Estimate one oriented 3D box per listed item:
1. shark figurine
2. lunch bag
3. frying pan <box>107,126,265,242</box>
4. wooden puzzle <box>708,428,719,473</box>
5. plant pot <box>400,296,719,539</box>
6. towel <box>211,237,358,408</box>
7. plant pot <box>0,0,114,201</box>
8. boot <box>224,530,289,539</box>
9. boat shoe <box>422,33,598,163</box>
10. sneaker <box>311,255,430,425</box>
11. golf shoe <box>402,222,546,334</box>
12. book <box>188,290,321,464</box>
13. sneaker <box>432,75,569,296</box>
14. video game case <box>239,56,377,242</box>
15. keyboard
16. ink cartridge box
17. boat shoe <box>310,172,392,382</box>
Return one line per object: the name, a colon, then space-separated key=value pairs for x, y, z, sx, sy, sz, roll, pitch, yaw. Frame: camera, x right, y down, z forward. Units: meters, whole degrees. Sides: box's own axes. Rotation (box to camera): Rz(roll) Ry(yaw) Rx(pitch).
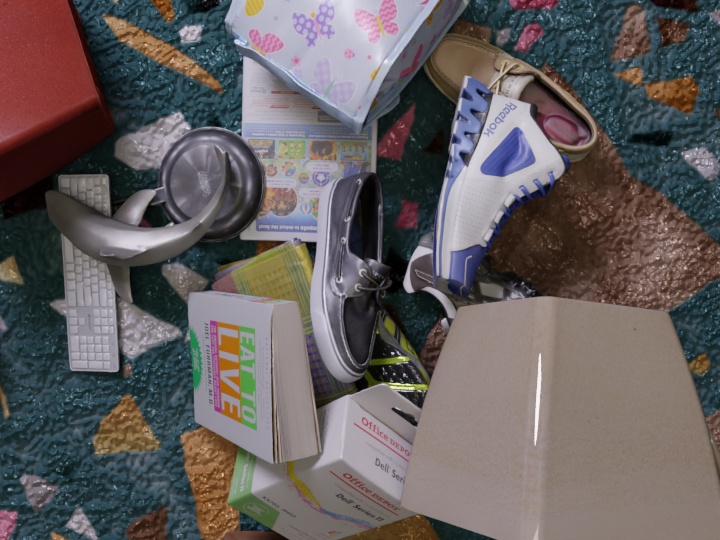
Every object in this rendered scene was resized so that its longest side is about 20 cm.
shark figurine: x=-0.205 y=-0.036 z=0.782 sx=0.210 sy=0.089 sz=0.131 roll=-13 pitch=97 yaw=12
lunch bag: x=-0.010 y=-0.249 z=0.768 sx=0.168 sy=0.127 sz=0.202 roll=33 pitch=77 yaw=8
frying pan: x=-0.189 y=-0.094 z=0.832 sx=0.186 sy=0.031 sz=0.118 roll=10 pitch=93 yaw=3
wooden puzzle: x=0.281 y=0.241 z=0.807 sx=0.198 sy=0.046 sz=0.188 roll=-19 pitch=99 yaw=37
plant pot: x=0.164 y=0.121 z=0.686 sx=0.196 sy=0.199 sz=0.182 roll=7 pitch=80 yaw=-24
towel: x=-0.072 y=0.075 z=0.816 sx=0.142 sy=0.023 sz=0.204 roll=-20 pitch=91 yaw=39
plant pot: x=-0.338 y=-0.180 z=0.764 sx=0.173 sy=0.200 sz=0.204 roll=-18 pitch=93 yaw=-12
boot: x=-0.056 y=0.359 z=0.843 sx=0.195 sy=0.070 sz=0.150 roll=11 pitch=95 yaw=0
boat shoe: x=0.154 y=-0.178 z=0.816 sx=0.197 sy=0.066 sz=0.075 roll=28 pitch=93 yaw=-1
sneaker: x=0.005 y=0.071 z=0.831 sx=0.075 sy=0.076 sz=0.202 roll=-33 pitch=74 yaw=8
golf shoe: x=0.132 y=0.040 z=0.830 sx=0.199 sy=0.078 sz=0.095 roll=39 pitch=101 yaw=6
book: x=-0.109 y=0.091 z=0.770 sx=0.047 sy=0.199 sz=0.137 roll=-6 pitch=94 yaw=-32
sneaker: x=0.131 y=-0.075 z=0.755 sx=0.112 sy=0.081 sz=0.204 roll=10 pitch=82 yaw=4
video game case: x=-0.053 y=-0.132 z=0.843 sx=0.140 sy=0.018 sz=0.205 roll=2 pitch=93 yaw=-1
keyboard: x=-0.281 y=0.004 z=0.845 sx=0.055 sy=0.011 sz=0.205 roll=0 pitch=97 yaw=3
ink cartridge box: x=-0.018 y=0.189 z=0.768 sx=0.198 sy=0.068 sz=0.117 roll=-30 pitch=125 yaw=34
boat shoe: x=0.000 y=0.000 z=0.766 sx=0.065 sy=0.069 sz=0.204 roll=-19 pitch=58 yaw=38
